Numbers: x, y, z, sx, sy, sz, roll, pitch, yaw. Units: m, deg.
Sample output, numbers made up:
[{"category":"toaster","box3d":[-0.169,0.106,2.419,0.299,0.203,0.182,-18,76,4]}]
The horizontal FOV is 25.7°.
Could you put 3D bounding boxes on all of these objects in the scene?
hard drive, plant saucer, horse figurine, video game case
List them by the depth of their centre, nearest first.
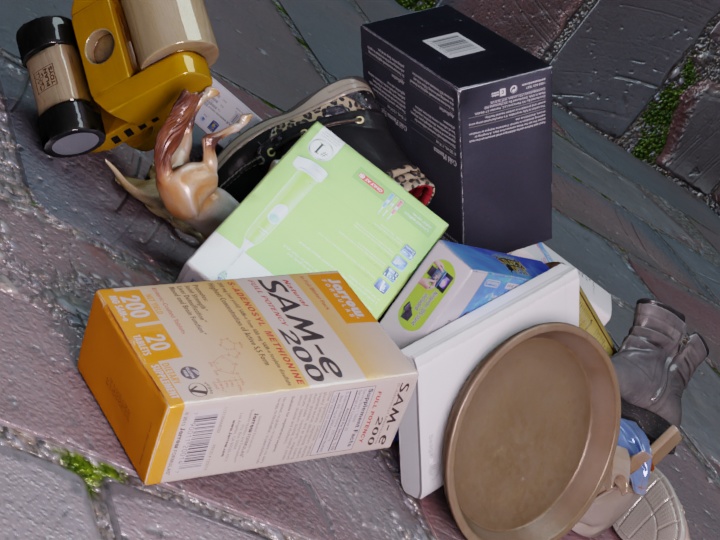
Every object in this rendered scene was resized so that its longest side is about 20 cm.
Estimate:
[{"category":"plant saucer","box3d":[0.138,0.138,1.301,0.200,0.201,0.029,23,-4,-41]},{"category":"hard drive","box3d":[0.109,0.089,1.309,0.200,0.132,0.026,-26,35,-38]},{"category":"video game case","box3d":[0.076,0.067,1.353,0.045,0.182,0.200,44,18,27]},{"category":"horse figurine","box3d":[-0.120,-0.069,1.362,0.050,0.133,0.200,13,-26,47]}]

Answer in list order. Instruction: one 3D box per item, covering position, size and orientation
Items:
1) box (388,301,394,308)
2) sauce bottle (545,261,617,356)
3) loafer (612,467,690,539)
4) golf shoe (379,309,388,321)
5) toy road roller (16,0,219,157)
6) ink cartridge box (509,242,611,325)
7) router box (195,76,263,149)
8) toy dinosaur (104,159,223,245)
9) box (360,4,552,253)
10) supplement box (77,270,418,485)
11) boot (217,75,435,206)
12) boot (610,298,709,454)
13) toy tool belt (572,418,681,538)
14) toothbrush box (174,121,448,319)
[{"category":"box","box3d":[0.000,0.000,1.478,0.199,0.039,0.137,12,10,17]},{"category":"sauce bottle","box3d":[0.222,0.083,1.571,0.200,0.066,0.066,58,6,-25]},{"category":"loafer","box3d":[0.273,0.222,1.558,0.063,0.072,0.200,38,9,-38]},{"category":"golf shoe","box3d":[0.095,0.089,1.535,0.200,0.075,0.091,42,13,10]},{"category":"toy road roller","box3d":[-0.202,-0.182,1.424,0.146,0.199,0.123,17,52,-61]},{"category":"ink cartridge box","box3d":[0.145,0.033,1.656,0.200,0.145,0.084,37,16,-2]},{"category":"router box","box3d":[-0.083,-0.109,1.665,0.200,0.049,0.179,41,2,14]},{"category":"toy dinosaur","box3d":[-0.181,-0.067,1.442,0.101,0.058,0.200,23,9,2]},{"category":"box","box3d":[0.092,-0.135,1.528,0.104,0.183,0.200,-16,32,-22]},{"category":"supplement box","box3d":[-0.078,0.069,1.095,0.199,0.074,0.126,-5,40,-35]},{"category":"boot","box3d":[-0.043,-0.080,1.506,0.154,0.203,0.074,54,-4,29]},{"category":"boot","box3d":[0.257,0.082,1.528,0.070,0.132,0.200,2,-27,44]},{"category":"toy tool belt","box3d":[0.198,0.159,1.431,0.200,0.123,0.125,23,36,-43]},{"category":"toothbrush box","box3d":[-0.043,-0.002,1.293,0.145,0.086,0.200,37,51,1]}]
